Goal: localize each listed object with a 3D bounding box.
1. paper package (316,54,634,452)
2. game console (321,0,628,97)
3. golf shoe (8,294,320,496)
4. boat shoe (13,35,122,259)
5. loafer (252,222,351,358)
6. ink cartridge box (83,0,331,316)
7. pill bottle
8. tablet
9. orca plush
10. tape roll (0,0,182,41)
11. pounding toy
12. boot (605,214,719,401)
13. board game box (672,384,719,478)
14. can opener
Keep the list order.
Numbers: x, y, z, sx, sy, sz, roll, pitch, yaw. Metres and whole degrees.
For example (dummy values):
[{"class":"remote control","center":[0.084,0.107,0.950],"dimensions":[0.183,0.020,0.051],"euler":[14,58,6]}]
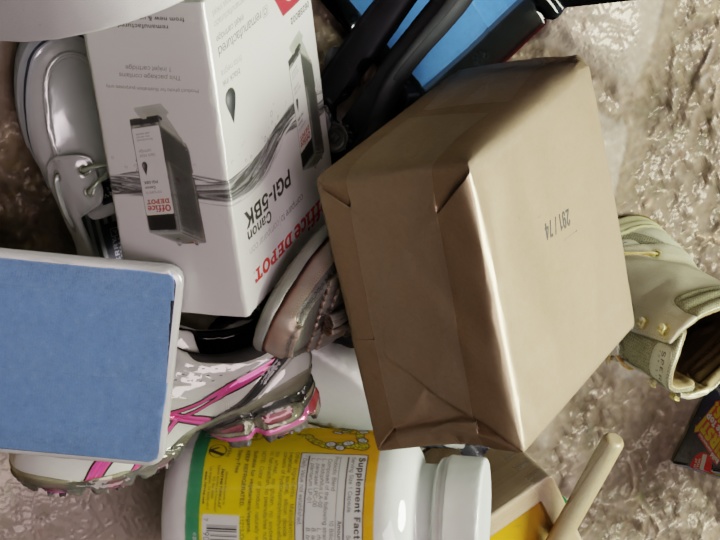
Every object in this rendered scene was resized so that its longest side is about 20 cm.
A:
[{"class":"paper package","center":[0.078,-0.010,1.422],"dimensions":[0.200,0.103,0.191],"euler":[-40,122,-55]},{"class":"game console","center":[0.074,-0.198,1.440],"dimensions":[0.200,0.172,0.119],"euler":[46,60,-34]},{"class":"golf shoe","center":[-0.127,0.075,1.446],"dimensions":[0.199,0.073,0.092],"euler":[-19,117,-12]},{"class":"boat shoe","center":[-0.151,-0.055,1.411],"dimensions":[0.073,0.067,0.201],"euler":[-27,121,-15]},{"class":"loafer","center":[0.000,0.000,1.434],"dimensions":[0.063,0.200,0.072],"euler":[29,124,7]},{"class":"ink cartridge box","center":[-0.085,-0.093,1.376],"dimensions":[0.147,0.083,0.201],"euler":[-51,140,-54]},{"class":"pill bottle","center":[-0.019,0.157,1.494],"dimensions":[0.199,0.113,0.113],"euler":[2,115,9]},{"class":"tablet","center":[-0.207,0.047,1.357],"dimensions":[0.199,0.014,0.131],"euler":[6,112,-5]},{"class":"orca plush","center":[-0.003,0.058,1.530],"dimensions":[0.199,0.071,0.105],"euler":[9,129,0]},{"class":"tape roll","center":[-0.141,-0.204,1.270],"dimensions":[0.202,0.202,0.071],"euler":[-26,121,-15]},{"class":"pounding toy","center":[0.094,0.204,1.605],"dimensions":[0.200,0.142,0.184],"euler":[-33,123,-11]},{"class":"boot","center":[0.159,0.044,1.560],"dimensions":[0.199,0.155,0.072],"euler":[-26,123,-17]},{"class":"board game box","center":[0.319,0.101,1.673],"dimensions":[0.062,0.200,0.200],"euler":[17,117,-31]},{"class":"can opener","center":[0.017,-0.138,1.447],"dimensions":[0.200,0.063,0.079],"euler":[-59,169,30]}]
